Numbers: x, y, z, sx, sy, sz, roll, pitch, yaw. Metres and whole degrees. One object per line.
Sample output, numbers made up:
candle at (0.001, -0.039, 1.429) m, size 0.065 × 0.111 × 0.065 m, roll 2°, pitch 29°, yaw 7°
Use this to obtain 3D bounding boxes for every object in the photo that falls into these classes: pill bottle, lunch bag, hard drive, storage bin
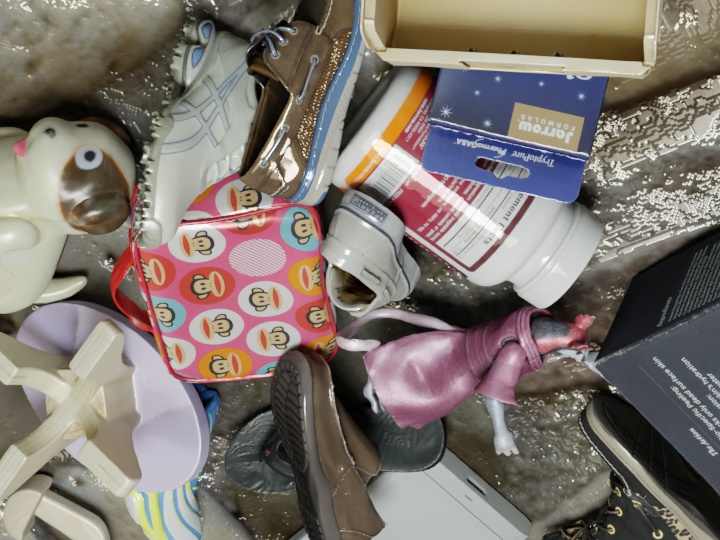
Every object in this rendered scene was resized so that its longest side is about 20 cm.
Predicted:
pill bottle at (0.082, -0.061, 1.391) m, size 0.200 × 0.113 × 0.113 m, roll 35°, pitch 123°, yaw -9°
lunch bag at (-0.112, 0.006, 1.458) m, size 0.176 × 0.082 × 0.200 m, roll -8°, pitch 136°, yaw -3°
hard drive at (0.038, 0.244, 1.643) m, size 0.132 × 0.027 × 0.200 m, roll 41°, pitch 122°, yaw -12°
storage bin at (0.109, -0.238, 1.240) m, size 0.199 × 0.094 × 0.199 m, roll 4°, pitch 92°, yaw 11°

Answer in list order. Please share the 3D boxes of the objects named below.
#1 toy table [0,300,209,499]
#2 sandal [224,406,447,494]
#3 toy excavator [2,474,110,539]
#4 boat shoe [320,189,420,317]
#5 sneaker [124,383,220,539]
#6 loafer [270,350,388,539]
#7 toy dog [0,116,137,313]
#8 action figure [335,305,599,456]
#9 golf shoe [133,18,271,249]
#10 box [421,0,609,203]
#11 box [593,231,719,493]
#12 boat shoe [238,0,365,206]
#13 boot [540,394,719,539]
toy table at (-0.230, 0.110, 1.517) m, size 0.200 × 0.117 × 0.184 m, roll 30°, pitch 105°, yaw 15°
sandal at (-0.027, 0.147, 1.569) m, size 0.200 × 0.048 × 0.076 m, roll -10°, pitch 76°, yaw 14°
toy excavator at (-0.235, 0.294, 1.713) m, size 0.194 × 0.100 × 0.200 m, roll 5°, pitch 109°, yaw 9°
boat shoe at (0.000, 0.000, 1.412) m, size 0.071 × 0.200 × 0.070 m, roll 32°, pitch 80°, yaw 9°
sneaker at (-0.163, 0.164, 1.614) m, size 0.105 × 0.076 × 0.200 m, roll -15°, pitch 116°, yaw 21°
loafer at (-0.023, 0.148, 1.510) m, size 0.071 × 0.073 × 0.200 m, roll -21°, pitch 121°, yaw -18°
toy dog at (-0.269, -0.046, 1.477) m, size 0.200 × 0.140 × 0.194 m, roll -33°, pitch 122°, yaw 29°
action figure at (0.106, 0.061, 1.458) m, size 0.200 × 0.134 × 0.149 m, roll -26°, pitch 101°, yaw 39°
golf shoe at (-0.111, -0.098, 1.371) m, size 0.097 × 0.200 × 0.078 m, roll 17°, pitch 151°, yaw -3°
box at (0.122, -0.157, 1.308) m, size 0.121 × 0.032 × 0.200 m, roll 13°, pitch 90°, yaw 5°
box at (0.323, 0.068, 1.386) m, size 0.197 × 0.118 × 0.200 m, roll 45°, pitch 134°, yaw -15°
boat shoe at (-0.044, -0.151, 1.343) m, size 0.072 × 0.072 × 0.201 m, roll 9°, pitch 90°, yaw -26°
boot at (0.215, 0.209, 1.553) m, size 0.150 × 0.073 × 0.200 m, roll -34°, pitch 113°, yaw 29°
